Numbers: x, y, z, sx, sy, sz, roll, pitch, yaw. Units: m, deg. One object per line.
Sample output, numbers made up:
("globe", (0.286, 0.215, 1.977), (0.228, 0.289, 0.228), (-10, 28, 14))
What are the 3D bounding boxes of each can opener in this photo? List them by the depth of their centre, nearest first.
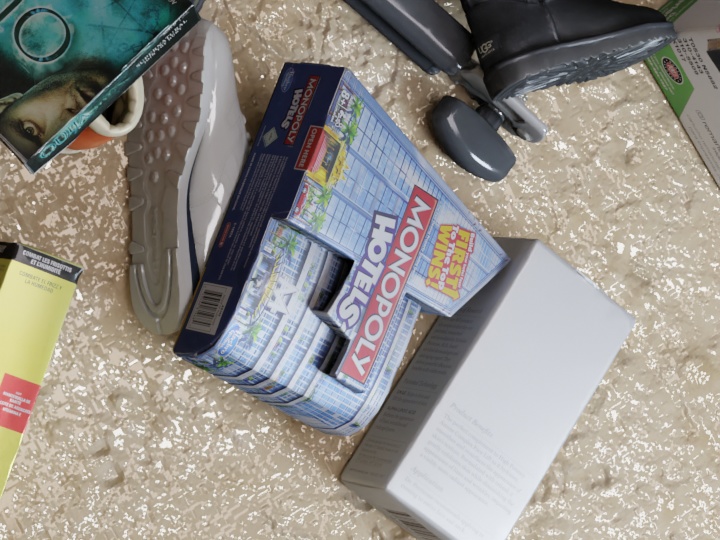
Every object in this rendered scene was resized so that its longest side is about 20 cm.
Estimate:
("can opener", (0.046, -0.140, 1.689), (0.200, 0.053, 0.066), (44, 73, -21))

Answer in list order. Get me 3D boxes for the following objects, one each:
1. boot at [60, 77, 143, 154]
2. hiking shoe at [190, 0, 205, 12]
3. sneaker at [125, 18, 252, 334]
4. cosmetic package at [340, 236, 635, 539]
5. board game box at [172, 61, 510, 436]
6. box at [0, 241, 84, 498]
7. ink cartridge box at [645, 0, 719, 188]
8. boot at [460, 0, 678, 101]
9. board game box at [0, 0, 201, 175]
("boot", (-0.178, -0.170, 1.549), (0.075, 0.107, 0.200), (-18, 99, -23))
("hiking shoe", (-0.139, -0.233, 1.548), (0.101, 0.076, 0.200), (-13, 118, -37))
("sneaker", (-0.097, -0.059, 1.620), (0.080, 0.076, 0.200), (-1, 100, -35))
("cosmetic package", (0.085, 0.086, 1.711), (0.102, 0.074, 0.200), (39, 74, -23))
("board game box", (0.000, 0.000, 1.636), (0.200, 0.062, 0.200), (30, 76, -42))
("box", (-0.232, 0.082, 1.552), (0.050, 0.075, 0.200), (23, 82, -26))
("ink cartridge box", (0.296, -0.127, 1.731), (0.084, 0.200, 0.145), (-39, 108, -20))
("boot", (0.115, -0.224, 1.704), (0.165, 0.066, 0.200), (-14, 78, -41))
("board game box", (-0.209, -0.168, 1.499), (0.135, 0.028, 0.200), (-45, 72, -6))
